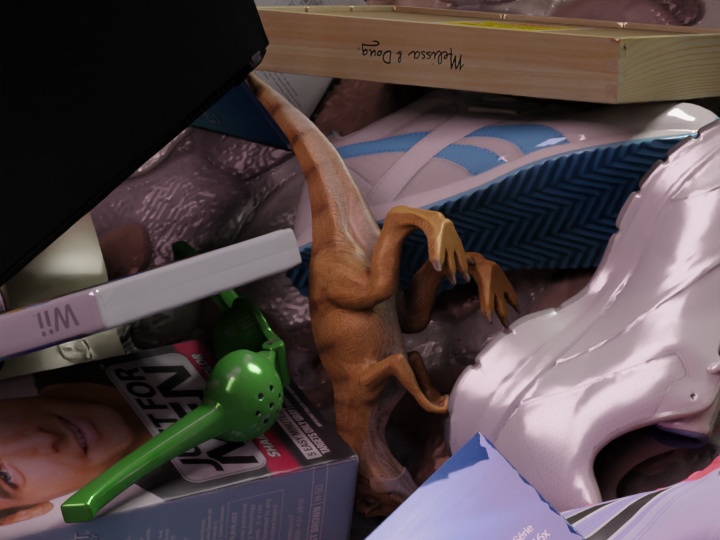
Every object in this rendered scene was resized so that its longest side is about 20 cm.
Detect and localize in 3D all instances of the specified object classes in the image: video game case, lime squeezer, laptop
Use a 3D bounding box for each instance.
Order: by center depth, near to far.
[{"bbox_3d":[-0.140,0.025,1.083,0.200,0.143,0.018,-16,91,31],"label":"video game case"},{"bbox_3d":[-0.061,0.042,1.099,0.070,0.038,0.200,-19,26,20],"label":"lime squeezer"},{"bbox_3d":[-0.136,-0.071,1.112,0.177,0.103,0.200,-42,11,-22],"label":"laptop"}]

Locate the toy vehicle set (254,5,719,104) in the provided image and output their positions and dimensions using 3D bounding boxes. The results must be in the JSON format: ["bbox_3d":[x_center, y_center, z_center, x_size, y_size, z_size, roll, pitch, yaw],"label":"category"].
[{"bbox_3d":[0.057,-0.094,1.167,0.200,0.124,0.027,8,100,36],"label":"toy vehicle set"}]

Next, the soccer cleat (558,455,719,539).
[{"bbox_3d":[0.121,0.102,1.009,0.199,0.067,0.077,-8,46,24],"label":"soccer cleat"}]

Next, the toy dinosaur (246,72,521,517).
[{"bbox_3d":[0.000,0.000,1.096,0.106,0.060,0.201,-15,82,31],"label":"toy dinosaur"}]

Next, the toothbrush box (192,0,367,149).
[{"bbox_3d":[-0.116,-0.148,1.296,0.200,0.146,0.085,13,63,40],"label":"toothbrush box"}]

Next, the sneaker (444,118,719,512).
[{"bbox_3d":[0.126,0.022,1.075,0.087,0.075,0.200,39,87,32],"label":"sneaker"}]

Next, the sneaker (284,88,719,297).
[{"bbox_3d":[0.061,-0.044,1.152,0.199,0.077,0.081,-12,49,22],"label":"sneaker"}]

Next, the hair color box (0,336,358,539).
[{"bbox_3d":[-0.112,0.090,1.089,0.199,0.061,0.099,-12,37,-27],"label":"hair color box"}]

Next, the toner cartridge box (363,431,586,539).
[{"bbox_3d":[0.005,0.161,0.960,0.200,0.043,0.095,-44,56,-3],"label":"toner cartridge box"}]

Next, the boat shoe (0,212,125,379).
[{"bbox_3d":[-0.145,0.049,1.220,0.063,0.073,0.202,-49,43,43],"label":"boat shoe"}]
